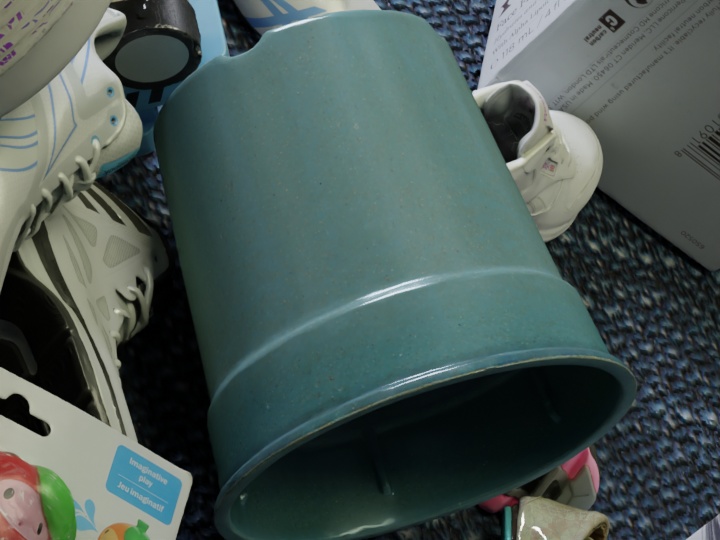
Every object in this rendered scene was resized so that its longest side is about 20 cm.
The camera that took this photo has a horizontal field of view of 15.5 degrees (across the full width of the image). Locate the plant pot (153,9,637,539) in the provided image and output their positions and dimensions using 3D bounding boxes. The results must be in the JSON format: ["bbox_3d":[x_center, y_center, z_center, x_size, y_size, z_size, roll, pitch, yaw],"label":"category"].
[{"bbox_3d":[0.000,0.000,1.221,0.200,0.200,0.197,3,59,-45],"label":"plant pot"}]

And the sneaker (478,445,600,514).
[{"bbox_3d":[0.053,0.044,1.367,0.200,0.079,0.095,46,24,-5],"label":"sneaker"}]

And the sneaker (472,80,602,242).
[{"bbox_3d":[0.090,-0.062,1.472,0.200,0.100,0.075,-17,68,-53],"label":"sneaker"}]

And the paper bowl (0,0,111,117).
[{"bbox_3d":[-0.178,-0.133,1.082,0.104,0.200,0.201,48,28,-41],"label":"paper bowl"}]

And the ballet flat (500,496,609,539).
[{"bbox_3d":[0.093,0.182,1.265,0.062,0.068,0.200,6,42,3],"label":"ballet flat"}]

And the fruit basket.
[{"bbox_3d":[-0.155,0.124,1.018,0.185,0.094,0.200,33,59,-26],"label":"fruit basket"}]

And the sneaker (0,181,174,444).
[{"bbox_3d":[-0.114,0.028,1.193,0.115,0.076,0.201,1,54,-44],"label":"sneaker"}]

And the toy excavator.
[{"bbox_3d":[-0.096,-0.099,1.320,0.194,0.200,0.100,-13,58,-2],"label":"toy excavator"}]

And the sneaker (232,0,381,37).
[{"bbox_3d":[-0.047,-0.180,1.463,0.200,0.072,0.072,42,34,-11],"label":"sneaker"}]

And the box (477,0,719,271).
[{"bbox_3d":[0.210,-0.143,1.586,0.200,0.199,0.131,35,37,-17],"label":"box"}]

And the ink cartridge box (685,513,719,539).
[{"bbox_3d":[0.223,0.183,1.297,0.084,0.200,0.146,22,43,-28],"label":"ink cartridge box"}]

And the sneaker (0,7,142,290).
[{"bbox_3d":[-0.138,-0.051,1.140,0.086,0.075,0.201,18,55,-16],"label":"sneaker"}]
